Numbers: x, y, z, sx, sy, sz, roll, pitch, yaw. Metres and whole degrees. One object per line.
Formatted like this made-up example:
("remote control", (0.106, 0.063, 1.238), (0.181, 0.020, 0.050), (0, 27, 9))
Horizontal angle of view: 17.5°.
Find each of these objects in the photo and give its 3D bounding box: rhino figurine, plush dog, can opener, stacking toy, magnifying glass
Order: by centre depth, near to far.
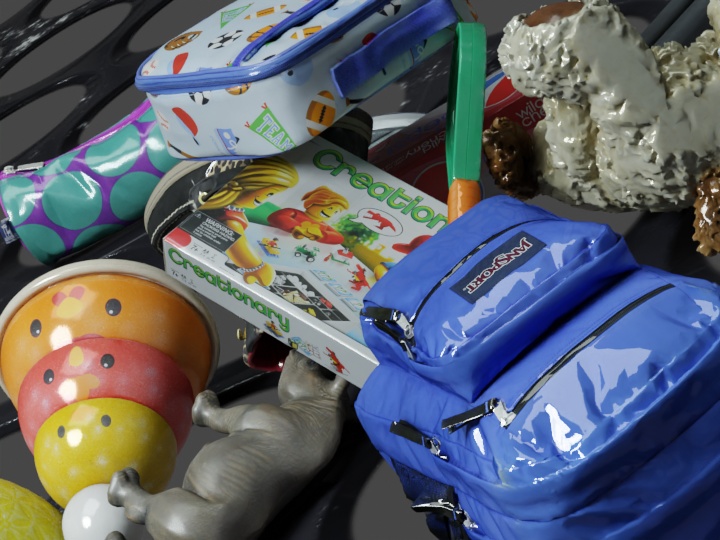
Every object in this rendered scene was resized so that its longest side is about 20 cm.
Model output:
("rhino figurine", (-0.060, 0.105, 1.341), (0.087, 0.060, 0.200), (15, 47, 38))
("magnifying glass", (0.062, -0.062, 1.371), (0.022, 0.080, 0.200), (6, 52, -2))
("plush dog", (0.169, -0.081, 1.382), (0.200, 0.161, 0.172), (-12, -2, -17))
("stacking toy", (-0.153, 0.103, 1.439), (0.146, 0.146, 0.200), (-27, 38, 14))
("can opener", (0.236, -0.201, 1.613), (0.053, 0.067, 0.200), (-9, 30, 48))

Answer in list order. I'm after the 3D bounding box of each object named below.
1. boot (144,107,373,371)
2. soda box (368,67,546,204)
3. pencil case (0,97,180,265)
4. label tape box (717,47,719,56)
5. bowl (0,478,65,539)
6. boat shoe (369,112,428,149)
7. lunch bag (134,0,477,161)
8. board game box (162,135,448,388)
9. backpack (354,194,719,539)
("boot", (-0.066, -0.008, 1.511), (0.200, 0.073, 0.151), (-25, 57, 36))
("soda box", (0.081, -0.077, 1.545), (0.200, 0.070, 0.063), (-31, 23, 7))
("pencil case", (-0.208, -0.084, 1.956), (0.200, 0.093, 0.085), (-29, 20, 7))
("label tape box", (0.264, -0.042, 1.006), (0.143, 0.200, 0.066), (-31, 22, 3))
("bowl", (-0.274, 0.182, 1.412), (0.200, 0.108, 0.200), (-29, 20, 12))
("boat shoe", (-0.007, -0.076, 1.668), (0.200, 0.074, 0.067), (-19, 27, 35))
("lunch bag", (-0.028, -0.140, 1.447), (0.160, 0.076, 0.200), (-3, 29, 49))
("board game box", (0.000, 0.000, 1.375), (0.200, 0.035, 0.126), (29, 53, 24))
("backpack", (0.095, 0.064, 1.067), (0.162, 0.168, 0.200), (-42, 25, -9))
